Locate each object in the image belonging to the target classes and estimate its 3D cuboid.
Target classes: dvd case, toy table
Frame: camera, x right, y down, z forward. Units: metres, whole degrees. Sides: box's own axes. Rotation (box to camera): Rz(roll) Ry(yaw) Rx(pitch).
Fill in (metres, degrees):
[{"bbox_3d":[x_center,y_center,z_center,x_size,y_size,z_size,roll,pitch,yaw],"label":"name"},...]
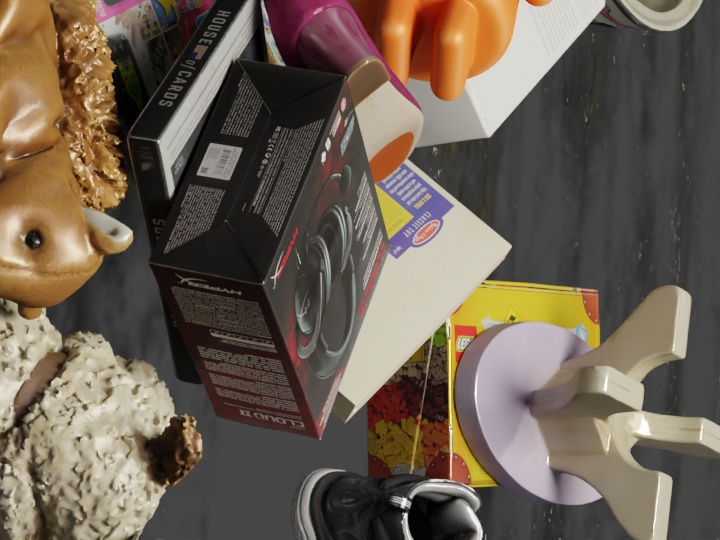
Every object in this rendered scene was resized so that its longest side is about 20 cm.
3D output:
[{"bbox_3d":[-0.088,-0.052,1.205,0.201,0.025,0.151,83,24,-44],"label":"dvd case"},{"bbox_3d":[0.173,0.104,1.416,0.199,0.117,0.185,9,79,-50],"label":"toy table"}]

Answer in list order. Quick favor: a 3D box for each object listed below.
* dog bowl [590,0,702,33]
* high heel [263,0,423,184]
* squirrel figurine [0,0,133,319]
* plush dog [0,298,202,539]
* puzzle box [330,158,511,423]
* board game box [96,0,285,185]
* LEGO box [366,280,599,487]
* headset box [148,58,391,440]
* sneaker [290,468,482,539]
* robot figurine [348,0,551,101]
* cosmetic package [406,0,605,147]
[{"bbox_3d":[0.216,-0.295,1.666,0.199,0.073,0.202,7,81,-50],"label":"dog bowl"},{"bbox_3d":[-0.014,-0.122,1.251,0.067,0.096,0.200,-36,160,-10],"label":"high heel"},{"bbox_3d":[-0.184,-0.073,1.077,0.187,0.141,0.200,58,30,9],"label":"squirrel figurine"},{"bbox_3d":[-0.188,0.082,1.109,0.171,0.160,0.201,35,54,-11],"label":"plush dog"},{"bbox_3d":[0.000,0.000,1.346,0.133,0.025,0.200,40,50,9],"label":"puzzle box"},{"bbox_3d":[-0.126,-0.157,1.252,0.200,0.064,0.148,-37,115,-46],"label":"board game box"},{"bbox_3d":[0.095,0.085,1.476,0.199,0.077,0.150,6,81,-49],"label":"LEGO box"},{"bbox_3d":[-0.047,-0.005,1.196,0.200,0.077,0.150,73,33,-54],"label":"headset box"},{"bbox_3d":[0.048,0.197,1.379,0.200,0.113,0.076,37,60,-42],"label":"sneaker"},{"bbox_3d":[0.057,-0.208,1.336,0.117,0.143,0.201,42,44,-35],"label":"robot figurine"},{"bbox_3d":[0.091,-0.175,1.482,0.200,0.101,0.072,-48,122,-41],"label":"cosmetic package"}]
